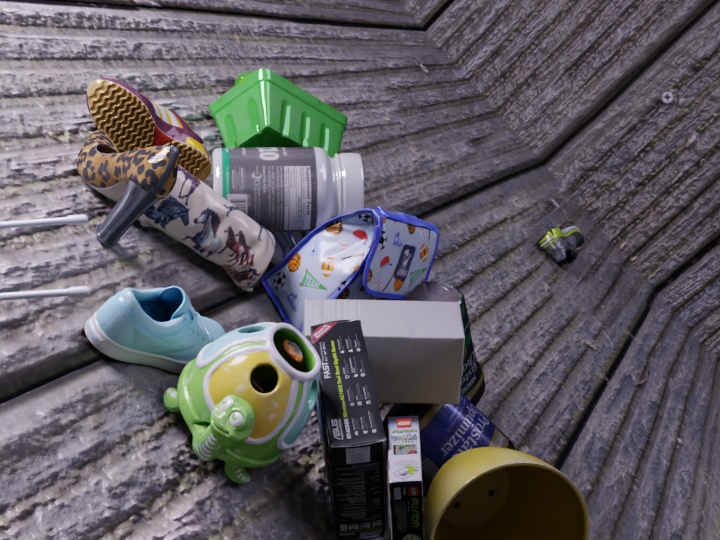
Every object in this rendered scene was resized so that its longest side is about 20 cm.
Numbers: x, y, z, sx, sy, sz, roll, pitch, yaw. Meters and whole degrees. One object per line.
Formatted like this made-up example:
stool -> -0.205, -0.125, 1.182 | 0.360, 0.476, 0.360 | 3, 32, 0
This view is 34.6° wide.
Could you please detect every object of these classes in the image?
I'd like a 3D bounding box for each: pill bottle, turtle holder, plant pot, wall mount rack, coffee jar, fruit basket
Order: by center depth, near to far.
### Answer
wall mount rack -> -0.353, -0.032, 1.116 | 0.173, 0.075, 0.201 | 32, 27, -34
turtle holder -> -0.120, 0.123, 1.186 | 0.185, 0.132, 0.142 | 9, 42, -58
plant pot -> 0.155, 0.292, 1.385 | 0.199, 0.201, 0.142 | 38, 4, -21
pill bottle -> 0.132, 0.236, 1.508 | 0.200, 0.112, 0.112 | 43, 22, -8
pill bottle -> -0.098, -0.108, 1.546 | 0.197, 0.114, 0.114 | -1, 36, -8
coffee jar -> 0.110, 0.119, 1.582 | 0.085, 0.104, 0.201 | 18, -36, 34
fruit basket -> -0.137, -0.253, 1.835 | 0.215, 0.155, 0.218 | 33, 42, -37

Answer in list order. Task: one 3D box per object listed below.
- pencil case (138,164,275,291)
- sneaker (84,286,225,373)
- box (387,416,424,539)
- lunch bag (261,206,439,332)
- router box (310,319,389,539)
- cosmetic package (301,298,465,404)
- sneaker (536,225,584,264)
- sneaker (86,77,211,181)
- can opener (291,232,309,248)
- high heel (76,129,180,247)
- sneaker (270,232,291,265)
pencil case -> -0.195, -0.054, 1.450 | 0.199, 0.090, 0.078 | 36, -3, -27
sneaker -> -0.197, 0.058, 1.241 | 0.199, 0.082, 0.074 | 8, 44, -58
box -> 0.050, 0.269, 1.229 | 0.110, 0.034, 0.202 | -88, 175, -61
lunch bag -> 0.000, 0.000, 1.552 | 0.169, 0.200, 0.124 | 10, 41, -58
router box -> -0.013, 0.176, 1.295 | 0.201, 0.061, 0.151 | -103, -172, -52
cosmetic package -> 0.027, 0.100, 1.425 | 0.197, 0.108, 0.091 | 1, 32, -5
sneaker -> 0.485, -0.053, 2.745 | 0.199, 0.074, 0.081 | -9, 64, -56
sneaker -> -0.286, -0.192, 1.541 | 0.200, 0.075, 0.090 | 41, 13, -32
can opener -> -0.109, -0.094, 1.711 | 0.066, 0.053, 0.201 | 18, 36, -50
high heel -> -0.267, -0.138, 1.367 | 0.071, 0.142, 0.201 | 27, 28, -39
sneaker -> -0.120, -0.102, 1.632 | 0.075, 0.105, 0.201 | 26, 29, -41
